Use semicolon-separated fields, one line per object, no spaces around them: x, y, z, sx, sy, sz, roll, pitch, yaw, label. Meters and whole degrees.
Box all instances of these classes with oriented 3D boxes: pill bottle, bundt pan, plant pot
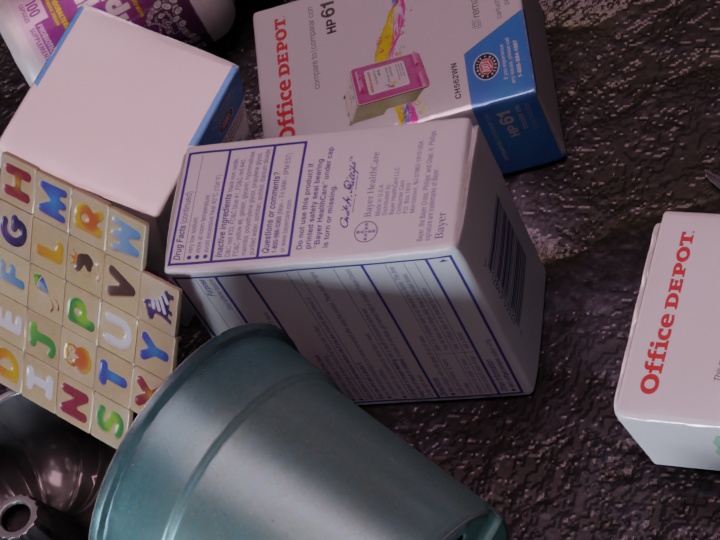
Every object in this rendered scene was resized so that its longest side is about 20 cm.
-0.165;-0.204;1.884;0.200;0.112;0.112;-29;52;2;pill bottle
-0.214;0.180;1.672;0.202;0.076;0.202;-10;54;15;bundt pan
-0.028;0.165;1.548;0.196;0.200;0.200;30;73;25;plant pot

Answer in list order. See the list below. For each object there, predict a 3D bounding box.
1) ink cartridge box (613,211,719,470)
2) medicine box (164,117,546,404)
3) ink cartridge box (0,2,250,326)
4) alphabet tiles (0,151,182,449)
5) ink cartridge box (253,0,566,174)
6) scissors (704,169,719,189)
0.273;0.049;1.546;0.200;0.084;0.145;4;65;28;ink cartridge box
0.000;0.000;1.638;0.200;0.182;0.103;-4;57;19;medicine box
-0.155;-0.064;1.747;0.125;0.200;0.129;21;68;13;ink cartridge box
-0.192;0.021;1.639;0.200;0.167;0.006;26;31;33;alphabet tiles
0.031;-0.131;1.774;0.200;0.085;0.145;-16;54;13;ink cartridge box
0.300;-0.015;1.636;0.073;0.014;0.200;-32;51;2;scissors
